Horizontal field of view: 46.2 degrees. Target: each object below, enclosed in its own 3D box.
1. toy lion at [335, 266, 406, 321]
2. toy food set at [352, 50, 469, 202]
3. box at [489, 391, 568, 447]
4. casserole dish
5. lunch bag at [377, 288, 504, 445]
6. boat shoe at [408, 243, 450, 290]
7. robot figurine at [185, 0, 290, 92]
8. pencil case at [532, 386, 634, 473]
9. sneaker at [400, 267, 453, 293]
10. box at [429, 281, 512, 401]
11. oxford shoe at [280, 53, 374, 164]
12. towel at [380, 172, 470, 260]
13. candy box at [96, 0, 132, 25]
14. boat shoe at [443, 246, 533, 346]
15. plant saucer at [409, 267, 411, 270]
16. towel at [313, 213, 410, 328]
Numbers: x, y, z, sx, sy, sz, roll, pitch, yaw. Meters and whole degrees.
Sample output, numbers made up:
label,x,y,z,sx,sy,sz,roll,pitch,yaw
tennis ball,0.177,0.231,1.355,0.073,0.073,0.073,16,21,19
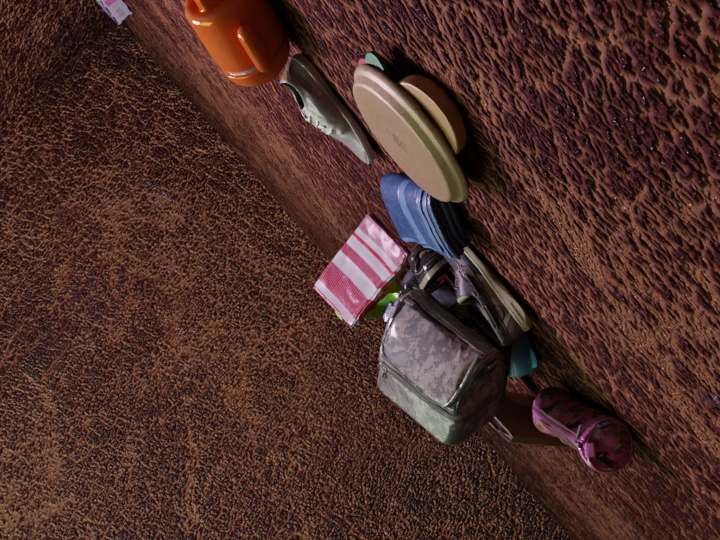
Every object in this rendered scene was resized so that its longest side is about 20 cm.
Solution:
label,x,y,z,sx,sy,sz,roll,pitch,yaw
toy lion,0.028,0.047,1.884,0.069,0.191,0.201,44,174,31
toy food set,0.059,-0.162,0.959,0.198,0.048,0.201,45,174,38
box,0.309,0.288,1.664,0.197,0.022,0.163,14,-161,-40
casserole dish,0.218,0.110,1.437,0.199,0.039,0.122,40,157,41
lunch bag,0.125,0.140,1.318,0.199,0.138,0.170,38,137,34
boat shoe,0.109,-0.014,1.391,0.065,0.073,0.200,49,-179,2
robot figurine,-0.173,-0.349,1.206,0.142,0.118,0.201,11,151,33
pencil case,0.338,0.243,1.309,0.087,0.083,0.200,49,176,-14
sneaker,0.149,0.067,1.551,0.201,0.098,0.071,49,173,-10
box,0.181,0.132,1.432,0.159,0.046,0.202,45,160,28
oxford shoe,-0.052,-0.238,1.297,0.201,0.058,0.075,49,172,-15
towel,0.086,-0.083,1.223,0.113,0.048,0.200,61,172,-18
candy box,-0.924,-0.999,3.018,0.168,0.071,0.201,44,173,44
boat shoe,0.169,0.025,1.250,0.201,0.066,0.072,48,178,19
plant saucer,0.129,0.110,1.645,0.201,0.048,0.201,55,-152,-20
towel,0.000,0.000,1.773,0.144,0.201,0.023,44,-170,29
